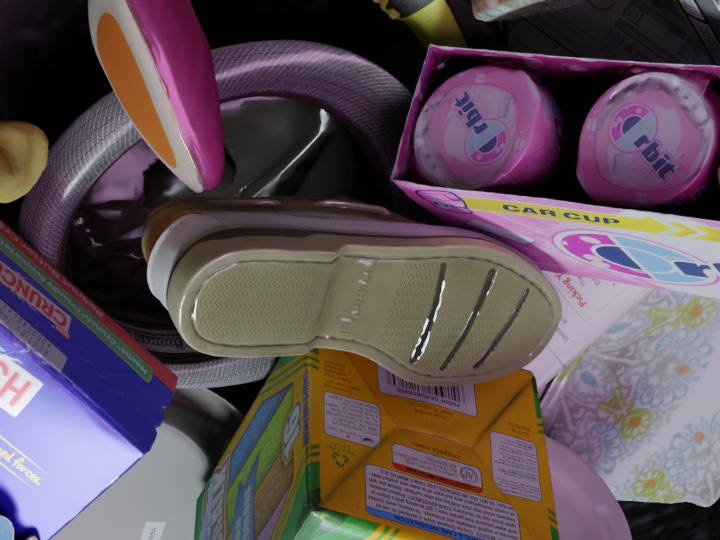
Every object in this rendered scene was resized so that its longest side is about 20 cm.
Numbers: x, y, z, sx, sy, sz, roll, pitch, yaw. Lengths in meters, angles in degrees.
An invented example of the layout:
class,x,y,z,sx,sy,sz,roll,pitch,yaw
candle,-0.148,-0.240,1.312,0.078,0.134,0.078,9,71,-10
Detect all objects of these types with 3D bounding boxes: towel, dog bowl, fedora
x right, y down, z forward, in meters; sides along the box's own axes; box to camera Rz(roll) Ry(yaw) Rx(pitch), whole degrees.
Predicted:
class,x,y,z,sx,sy,sz,roll,pitch,yaw
towel,0.172,0.059,0.976,0.199,0.048,0.172,8,119,-31
dog bowl,-0.146,0.121,0.845,0.198,0.059,0.202,-13,126,-19
fedora,-0.064,-0.038,0.761,0.199,0.091,0.177,-31,128,5

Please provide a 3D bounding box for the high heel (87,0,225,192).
class,x,y,z,sx,sy,sz,roll,pitch,yaw
high heel,-0.071,-0.137,0.662,0.095,0.067,0.201,-22,86,-22

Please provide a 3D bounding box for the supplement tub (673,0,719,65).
class,x,y,z,sx,sy,sz,roll,pitch,yaw
supplement tub,0.179,-0.142,0.662,0.122,0.123,0.200,-41,127,3

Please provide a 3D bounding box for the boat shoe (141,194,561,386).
class,x,y,z,sx,sy,sz,roll,pitch,yaw
boat shoe,0.000,0.000,0.709,0.199,0.068,0.075,10,116,-36

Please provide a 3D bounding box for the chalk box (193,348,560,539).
class,x,y,z,sx,sy,sz,roll,pitch,yaw
chalk box,-0.008,0.140,0.779,0.123,0.124,0.201,16,130,-17

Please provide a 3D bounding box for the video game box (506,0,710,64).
class,x,y,z,sx,sy,sz,roll,pitch,yaw
video game box,0.167,-0.124,0.784,0.199,0.047,0.183,35,104,-1

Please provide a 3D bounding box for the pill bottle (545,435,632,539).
class,x,y,z,sx,sy,sz,roll,pitch,yaw
pill bottle,0.055,0.192,0.930,0.119,0.120,0.200,6,138,-30

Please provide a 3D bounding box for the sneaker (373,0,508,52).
class,x,y,z,sx,sy,sz,roll,pitch,yaw
sneaker,0.004,-0.162,0.728,0.076,0.076,0.201,-23,114,20

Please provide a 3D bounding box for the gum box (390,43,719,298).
class,x,y,z,sx,sy,sz,roll,pitch,yaw
gum box,0.129,-0.036,0.687,0.113,0.199,0.067,33,70,-57

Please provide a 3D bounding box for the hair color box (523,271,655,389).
class,x,y,z,sx,sy,sz,roll,pitch,yaw
hair color box,0.083,0.002,0.855,0.200,0.061,0.102,-40,93,2

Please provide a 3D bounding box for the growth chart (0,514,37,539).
class,x,y,z,sx,sy,sz,roll,pitch,yaw
growth chart,-0.197,0.141,0.653,0.144,0.018,0.201,-38,119,-12

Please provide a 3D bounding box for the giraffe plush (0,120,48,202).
class,x,y,z,sx,sy,sz,roll,pitch,yaw
giraffe plush,-0.177,-0.092,0.583,0.171,0.200,0.164,-12,111,-23

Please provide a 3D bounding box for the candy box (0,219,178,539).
class,x,y,z,sx,sy,sz,roll,pitch,yaw
candy box,-0.209,0.066,0.704,0.200,0.077,0.169,-40,107,21

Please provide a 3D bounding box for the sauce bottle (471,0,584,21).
class,x,y,z,sx,sy,sz,roll,pitch,yaw
sauce bottle,0.052,-0.207,0.679,0.064,0.065,0.202,-16,92,-17
